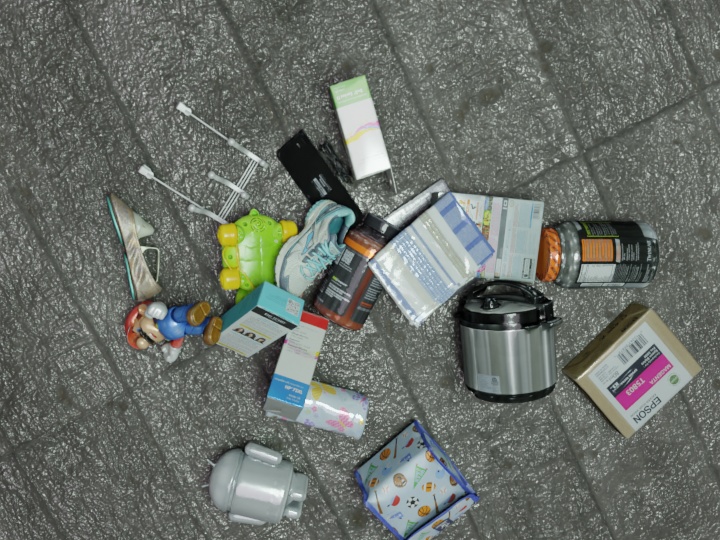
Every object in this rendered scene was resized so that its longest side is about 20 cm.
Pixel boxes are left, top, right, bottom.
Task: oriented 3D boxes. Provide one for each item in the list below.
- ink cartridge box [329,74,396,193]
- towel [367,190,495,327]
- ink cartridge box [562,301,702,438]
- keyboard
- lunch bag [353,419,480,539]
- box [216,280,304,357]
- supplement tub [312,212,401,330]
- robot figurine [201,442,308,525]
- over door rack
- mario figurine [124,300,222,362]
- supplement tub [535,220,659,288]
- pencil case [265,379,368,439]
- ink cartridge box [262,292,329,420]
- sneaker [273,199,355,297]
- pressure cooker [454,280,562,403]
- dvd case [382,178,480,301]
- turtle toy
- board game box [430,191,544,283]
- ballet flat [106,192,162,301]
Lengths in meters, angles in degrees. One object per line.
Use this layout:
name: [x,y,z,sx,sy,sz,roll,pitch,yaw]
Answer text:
ink cartridge box: [0.004,-0.226,1.080,0.066,0.117,0.204,-17,97,0]
towel: [0.124,-0.019,1.069,0.199,0.024,0.147,-41,100,-5]
ink cartridge box: [0.521,0.191,1.180,0.200,0.075,0.165,-44,96,3]
keyboard: [-0.060,-0.167,1.135,0.103,0.040,0.201,-32,100,25]
lunch bag: [0.115,0.426,1.172,0.169,0.124,0.201,-38,111,3]
box: [-0.183,0.090,1.071,0.081,0.199,0.050,28,54,-24]
supplement tub: [0.000,0.000,1.114,0.106,0.107,0.202,27,97,-6]
robot figurine: [-0.199,0.405,1.154,0.196,0.113,0.173,14,103,-4]
over door rack: [-0.285,-0.186,1.098,0.198,0.067,0.149,33,94,-6]
mario figurine: [-0.347,0.111,1.088,0.197,0.106,0.126,-7,98,30]
supplement tub: [0.428,-0.029,1.123,0.196,0.123,0.125,1,98,-2]
pencil case: [-0.082,0.258,1.157,0.196,0.083,0.092,14,116,-4]
ink cartridge box: [-0.109,0.149,1.084,0.066,0.116,0.203,19,65,-5]
sneaker: [-0.077,-0.038,1.061,0.078,0.085,0.202,47,63,-45]
pressure cooker: [0.267,0.118,1.107,0.172,0.179,0.204,-7,98,1]
dvd case: [0.146,-0.049,1.161,0.147,0.016,0.202,-33,97,0]
turtle toy: [-0.192,-0.010,1.106,0.143,0.101,0.204,-4,101,-26]
board game box: [0.225,-0.062,1.125,0.196,0.064,0.151,5,96,-6]
ballet flat: [-0.407,-0.047,1.119,0.066,0.068,0.204,-15,104,-20]
